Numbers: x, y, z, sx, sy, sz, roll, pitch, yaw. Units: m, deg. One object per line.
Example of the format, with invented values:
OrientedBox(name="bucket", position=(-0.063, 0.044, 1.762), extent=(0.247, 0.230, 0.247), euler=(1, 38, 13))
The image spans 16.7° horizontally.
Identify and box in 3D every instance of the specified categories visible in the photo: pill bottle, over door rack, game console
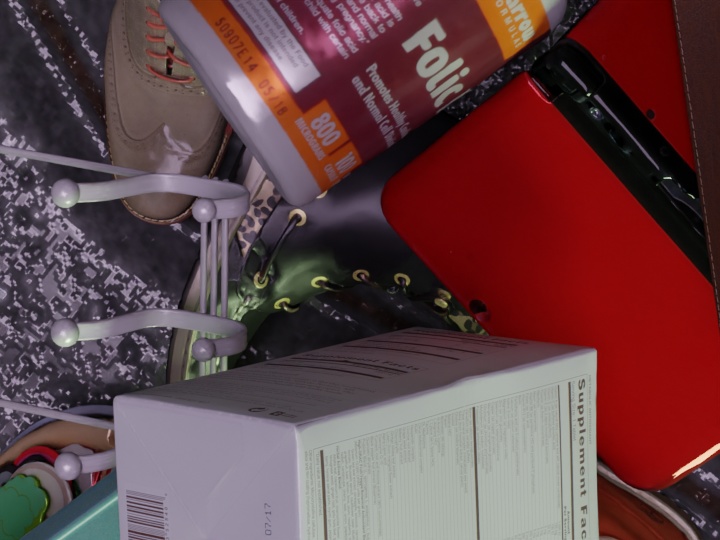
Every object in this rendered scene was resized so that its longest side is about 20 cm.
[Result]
OrientedBox(name="pill bottle", position=(0.020, -0.129, 1.095), extent=(0.200, 0.114, 0.114), euler=(-35, 96, -2))
OrientedBox(name="over door rack", position=(-0.143, 0.016, 1.161), extent=(0.199, 0.066, 0.149), euler=(15, 113, 31))
OrientedBox(name="game console", position=(0.143, -0.030, 1.142), extent=(0.200, 0.119, 0.172), euler=(47, 61, -10))

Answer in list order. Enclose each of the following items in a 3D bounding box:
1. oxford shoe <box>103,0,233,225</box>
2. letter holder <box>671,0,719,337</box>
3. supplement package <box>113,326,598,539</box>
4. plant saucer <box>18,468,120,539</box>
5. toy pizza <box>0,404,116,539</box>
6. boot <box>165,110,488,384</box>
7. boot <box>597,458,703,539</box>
OrientedBox(name="oxford shoe", position=(-0.092, -0.116, 1.170), extent=(0.070, 0.075, 0.201), euler=(8, 103, 4))
OrientedBox(name="letter holder", position=(0.218, -0.076, 1.039), extent=(0.100, 0.142, 0.201), euler=(-3, 81, -27))
OrientedBox(name="supplement package", position=(0.003, 0.097, 1.063), extent=(0.109, 0.199, 0.115), euler=(6, 101, 42))
OrientedBox(name="plant saucer", position=(-0.121, 0.141, 1.147), extent=(0.200, 0.019, 0.070), euler=(-36, 97, 24))
OrientedBox(name="toy pizza", position=(-0.140, 0.166, 1.205), extent=(0.199, 0.032, 0.202), euler=(-5, 81, 36))
OrientedBox(name="boot", position=(0.000, 0.000, 1.189), extent=(0.150, 0.073, 0.201), euler=(23, 98, 1))
OrientedBox(name="boot", position=(0.076, 0.114, 1.185), extent=(0.199, 0.107, 0.075), euler=(28, 107, 2))
